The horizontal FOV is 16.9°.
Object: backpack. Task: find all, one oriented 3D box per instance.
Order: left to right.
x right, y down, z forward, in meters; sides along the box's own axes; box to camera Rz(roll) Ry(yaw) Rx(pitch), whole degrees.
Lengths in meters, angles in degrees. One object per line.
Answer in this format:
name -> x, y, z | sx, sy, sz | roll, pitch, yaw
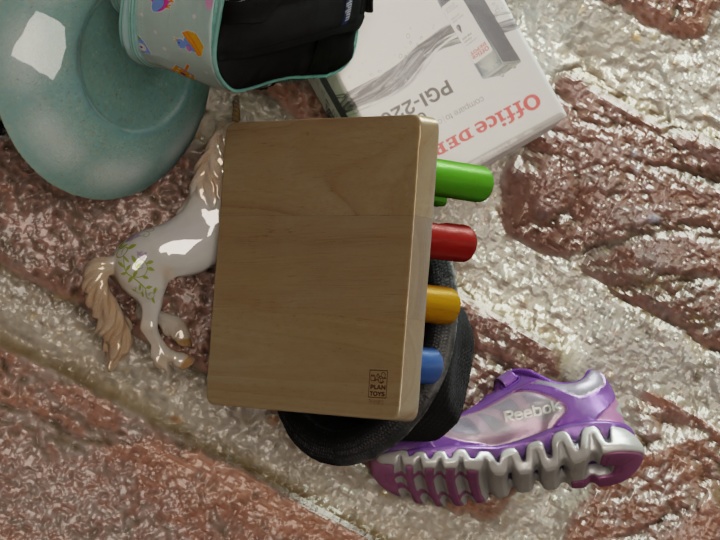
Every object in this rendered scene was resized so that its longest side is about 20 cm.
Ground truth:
backpack -> -0.084, -0.212, 1.626 | 0.153, 0.200, 0.176 | 21, 113, 16

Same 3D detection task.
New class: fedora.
fedora -> 0.024, 0.055, 1.733 | 0.092, 0.201, 0.201 | 26, 78, -40

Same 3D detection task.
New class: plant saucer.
plant saucer -> -0.170, -0.150, 1.709 | 0.201, 0.039, 0.201 | -3, 94, -44

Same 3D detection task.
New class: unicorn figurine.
unicorn figurine -> -0.114, -0.020, 1.739 | 0.200, 0.074, 0.137 | -36, 110, -28

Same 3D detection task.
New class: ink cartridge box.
ink cartridge box -> 0.038, -0.160, 1.783 | 0.146, 0.085, 0.200 | -29, 93, -13

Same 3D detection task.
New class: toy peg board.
toy peg board -> 0.000, 0.000, 1.662 | 0.098, 0.200, 0.199 | 6, 87, -42

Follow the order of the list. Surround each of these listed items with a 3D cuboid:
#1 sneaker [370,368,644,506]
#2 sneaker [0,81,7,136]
sneaker -> 0.104, 0.117, 1.778 | 0.200, 0.080, 0.089 | -7, 64, -2
sneaker -> -0.289, -0.155, 1.667 | 0.140, 0.200, 0.078 | -18, 56, -10
